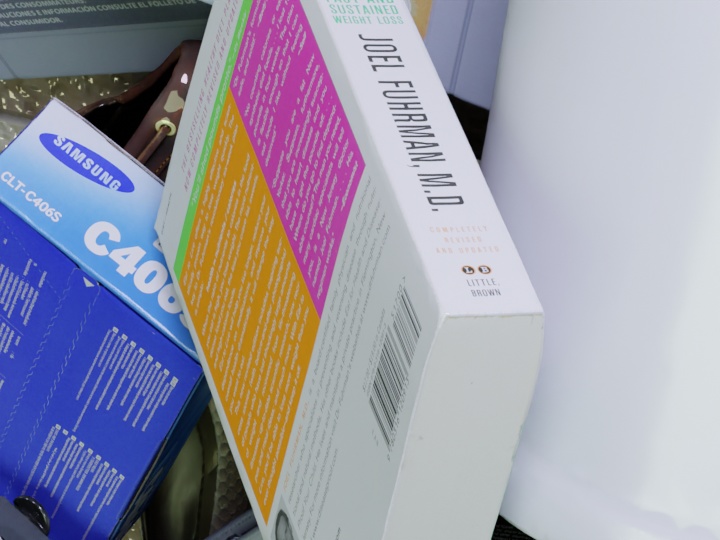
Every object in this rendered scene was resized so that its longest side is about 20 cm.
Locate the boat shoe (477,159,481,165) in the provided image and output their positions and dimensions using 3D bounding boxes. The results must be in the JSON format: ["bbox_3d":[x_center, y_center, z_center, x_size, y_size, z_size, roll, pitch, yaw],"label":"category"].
[{"bbox_3d":[-0.001,-0.002,0.879,0.201,0.063,0.074,12,130,55],"label":"boat shoe"}]

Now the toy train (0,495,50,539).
[{"bbox_3d":[-0.115,0.113,0.931,0.200,0.034,0.046,39,129,11],"label":"toy train"}]

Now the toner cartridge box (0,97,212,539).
[{"bbox_3d":[-0.098,0.029,0.899,0.095,0.043,0.200,38,150,2],"label":"toner cartridge box"}]

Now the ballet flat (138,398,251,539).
[{"bbox_3d":[-0.069,0.075,1.002,0.067,0.046,0.201,24,126,47],"label":"ballet flat"}]

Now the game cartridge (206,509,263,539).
[{"bbox_3d":[0.000,0.140,0.937,0.133,0.041,0.200,46,127,-10],"label":"game cartridge"}]

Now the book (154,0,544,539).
[{"bbox_3d":[-0.006,-0.002,0.699,0.048,0.200,0.134,0,129,-17],"label":"book"}]

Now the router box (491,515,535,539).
[{"bbox_3d":[0.098,0.149,0.779,0.199,0.051,0.150,5,128,28],"label":"router box"}]

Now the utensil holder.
[{"bbox_3d":[0.114,-0.042,0.664,0.169,0.170,0.201,17,116,20],"label":"utensil holder"}]

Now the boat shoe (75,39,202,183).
[{"bbox_3d":[-0.085,-0.032,0.918,0.070,0.071,0.200,26,148,-26],"label":"boat shoe"}]

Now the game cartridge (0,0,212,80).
[{"bbox_3d":[-0.096,-0.122,0.878,0.199,0.041,0.133,0,144,32],"label":"game cartridge"}]

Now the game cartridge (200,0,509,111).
[{"bbox_3d":[-0.010,-0.130,0.755,0.199,0.042,0.134,21,134,13],"label":"game cartridge"}]
